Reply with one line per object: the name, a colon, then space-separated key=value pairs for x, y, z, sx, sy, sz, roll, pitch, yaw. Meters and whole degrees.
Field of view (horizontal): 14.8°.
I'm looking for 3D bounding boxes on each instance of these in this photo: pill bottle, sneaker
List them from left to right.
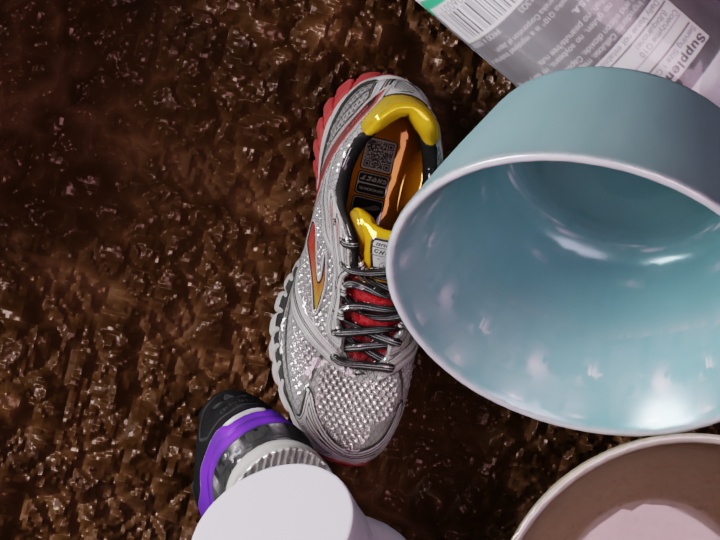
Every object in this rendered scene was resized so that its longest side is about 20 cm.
sneaker: x=-0.044 y=0.141 z=1.416 sx=0.069 sy=0.100 sz=0.201 roll=-21 pitch=129 yaw=-18
pill bottle: x=-0.007 y=0.187 z=1.324 sx=0.111 sy=0.111 sz=0.200 roll=-32 pitch=131 yaw=-7
sneaker: x=0.000 y=0.000 z=1.408 sx=0.077 sy=0.082 sz=0.201 roll=4 pitch=94 yaw=-12
pill bottle: x=0.130 y=-0.123 z=1.409 sx=0.200 sy=0.113 sz=0.113 roll=39 pitch=86 yaw=-12

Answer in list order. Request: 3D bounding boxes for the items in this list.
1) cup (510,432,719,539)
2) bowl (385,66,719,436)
cup: x=0.158 y=0.174 z=1.415 sx=0.199 sy=0.143 sz=0.202 roll=0 pitch=94 yaw=-2
bowl: x=0.120 y=-0.023 z=1.349 sx=0.200 sy=0.201 sz=0.105 roll=27 pitch=51 yaw=-12
